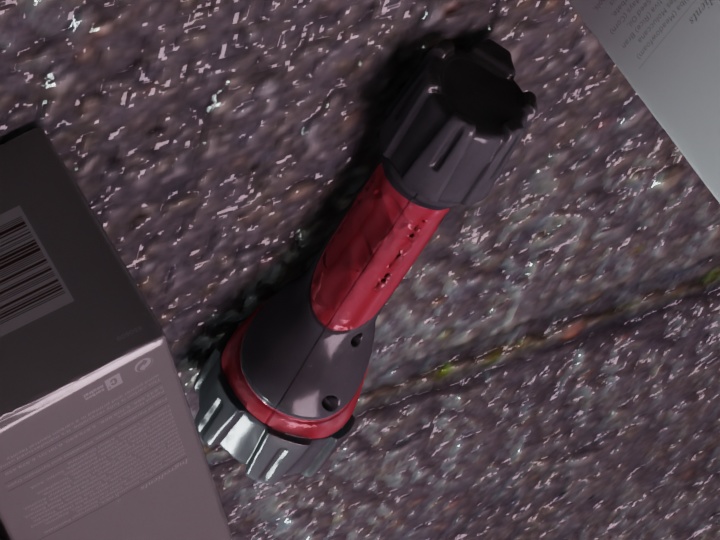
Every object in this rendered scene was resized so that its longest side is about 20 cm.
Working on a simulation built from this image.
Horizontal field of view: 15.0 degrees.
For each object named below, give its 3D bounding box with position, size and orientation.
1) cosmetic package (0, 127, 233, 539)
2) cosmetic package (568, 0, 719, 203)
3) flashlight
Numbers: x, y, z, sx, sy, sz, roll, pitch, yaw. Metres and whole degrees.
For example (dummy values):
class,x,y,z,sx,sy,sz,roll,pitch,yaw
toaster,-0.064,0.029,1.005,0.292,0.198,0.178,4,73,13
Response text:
class,x,y,z,sx,sy,sz,roll,pitch,yaw
cosmetic package,-0.113,0.051,1.017,0.090,0.107,0.200,-27,150,-12
cosmetic package,0.155,-0.078,0.994,0.101,0.200,0.071,2,136,-47
flashlight,0.000,0.000,1.097,0.068,0.068,0.200,-4,141,-39
